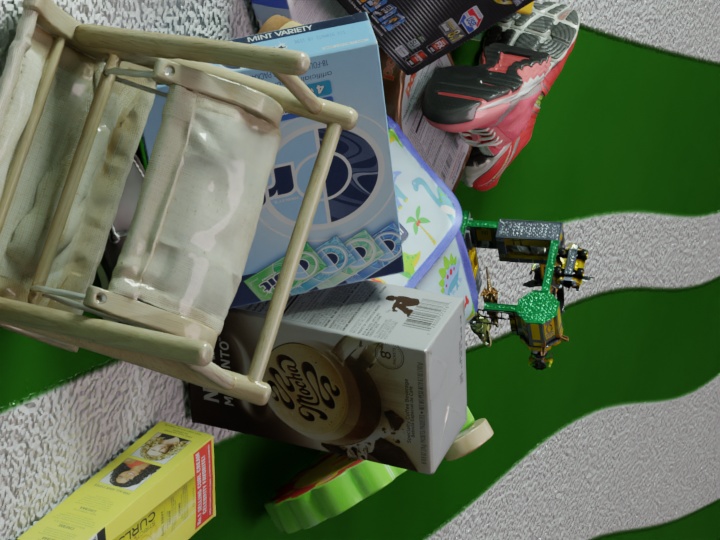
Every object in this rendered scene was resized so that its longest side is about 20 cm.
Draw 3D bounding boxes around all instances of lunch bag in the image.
[{"bbox_3d":[0.000,0.000,1.795,0.170,0.127,0.201,-49,134,-39],"label":"lunch bag"}]

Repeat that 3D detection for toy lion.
[{"bbox_3d":[0.006,0.155,1.864,0.069,0.191,0.200,59,-7,-4],"label":"toy lion"}]

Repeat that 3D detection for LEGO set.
[{"bbox_3d":[0.107,0.031,1.981,0.116,0.199,0.154,76,15,-48],"label":"LEGO set"}]

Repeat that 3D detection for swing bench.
[{"bbox_3d":[-0.134,-0.046,1.380,0.130,0.199,0.200,44,62,-69],"label":"swing bench"}]

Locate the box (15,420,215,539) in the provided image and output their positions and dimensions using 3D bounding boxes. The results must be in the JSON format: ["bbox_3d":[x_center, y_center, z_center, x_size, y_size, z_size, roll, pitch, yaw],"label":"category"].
[{"bbox_3d":[-0.173,0.185,1.583,0.200,0.050,0.076,-39,135,-55],"label":"box"}]

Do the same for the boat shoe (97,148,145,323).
[{"bbox_3d":[-0.149,-0.018,1.521,0.072,0.060,0.202,-57,149,-36],"label":"boat shoe"}]

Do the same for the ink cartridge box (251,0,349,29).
[{"bbox_3d":[-0.036,-0.209,1.701,0.201,0.042,0.120,78,33,-49],"label":"ink cartridge box"}]

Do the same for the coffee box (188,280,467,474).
[{"bbox_3d":[-0.026,0.068,1.665,0.080,0.199,0.114,-51,145,-50],"label":"coffee box"}]

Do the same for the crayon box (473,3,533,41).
[{"bbox_3d":[0.122,-0.303,1.990,0.127,0.051,0.201,-6,107,-65],"label":"crayon box"}]

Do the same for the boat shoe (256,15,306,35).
[{"bbox_3d":[-0.069,-0.098,1.636,0.075,0.074,0.201,-19,142,-49],"label":"boat shoe"}]

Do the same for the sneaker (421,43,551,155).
[{"bbox_3d":[0.113,-0.136,1.941,0.200,0.073,0.087,-32,132,-58],"label":"sneaker"}]

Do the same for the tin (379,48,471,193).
[{"bbox_3d":[0.053,-0.133,1.942,0.200,0.042,0.113,59,45,-58],"label":"tin"}]

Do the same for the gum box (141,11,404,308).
[{"bbox_3d":[-0.063,-0.071,1.566,0.045,0.169,0.201,-108,-171,-50],"label":"gum box"}]

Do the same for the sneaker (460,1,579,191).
[{"bbox_3d":[0.141,-0.163,2.091,0.201,0.077,0.085,-57,156,-17],"label":"sneaker"}]

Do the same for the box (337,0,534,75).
[{"bbox_3d":[0.065,-0.235,1.690,0.044,0.160,0.200,64,10,22],"label":"box"}]
